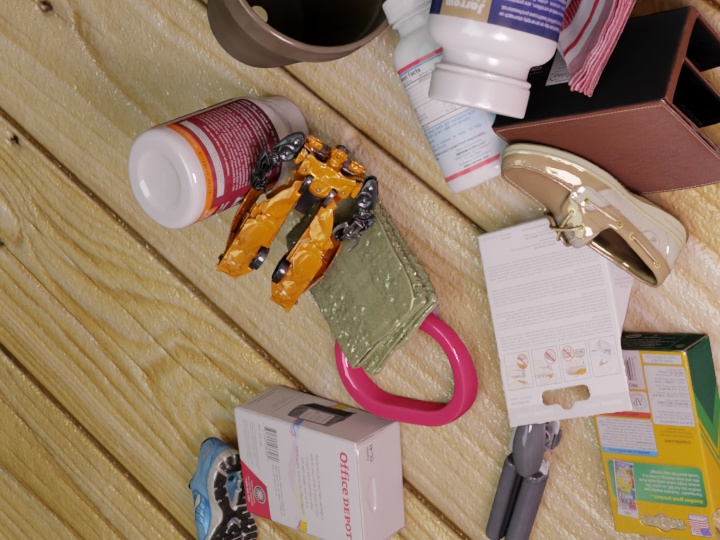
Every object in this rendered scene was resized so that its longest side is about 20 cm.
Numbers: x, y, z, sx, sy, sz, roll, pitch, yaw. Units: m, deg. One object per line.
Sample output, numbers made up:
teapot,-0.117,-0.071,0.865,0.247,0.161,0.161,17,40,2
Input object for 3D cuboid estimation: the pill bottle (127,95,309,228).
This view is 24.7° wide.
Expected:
pill bottle,-0.151,-0.127,1.818,0.112,0.199,0.114,19,121,36

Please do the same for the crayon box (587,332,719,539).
crayon box,0.298,0.164,1.634,0.125,0.051,0.202,0,108,43

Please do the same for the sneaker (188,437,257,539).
sneaker,-0.184,0.305,2.152,0.090,0.078,0.202,41,131,47

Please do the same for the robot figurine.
robot figurine,-0.068,-0.059,1.781,0.144,0.058,0.201,31,115,-10

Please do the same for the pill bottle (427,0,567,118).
pill bottle,0.124,-0.243,1.459,0.119,0.119,0.202,16,96,37

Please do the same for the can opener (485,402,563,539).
can opener,0.167,0.226,1.773,0.053,0.067,0.202,32,127,29

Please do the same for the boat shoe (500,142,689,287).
boat shoe,0.214,-0.051,1.536,0.199,0.067,0.074,27,160,-8

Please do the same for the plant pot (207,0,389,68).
plant pot,-0.079,-0.292,1.703,0.201,0.199,0.173,63,152,1

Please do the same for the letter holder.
letter holder,0.248,-0.146,1.511,0.199,0.101,0.142,-5,147,47

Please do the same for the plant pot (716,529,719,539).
plant pot,0.345,0.421,1.615,0.200,0.194,0.196,39,131,17

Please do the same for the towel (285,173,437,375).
towel,0.000,0.000,1.816,0.148,0.036,0.201,-47,64,34

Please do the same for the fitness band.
fitness band,0.049,0.102,1.855,0.199,0.037,0.145,7,116,42

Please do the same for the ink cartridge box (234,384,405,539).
ink cartridge box,-0.049,0.236,1.968,0.199,0.085,0.149,13,116,38

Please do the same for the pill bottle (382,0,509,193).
pill bottle,0.098,-0.187,1.623,0.108,0.108,0.202,-22,92,46

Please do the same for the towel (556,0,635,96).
towel,0.199,-0.271,1.469,0.201,0.023,0.145,-103,27,-47

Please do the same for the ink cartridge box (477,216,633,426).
ink cartridge box,0.203,0.045,1.643,0.160,0.050,0.202,-14,86,45
